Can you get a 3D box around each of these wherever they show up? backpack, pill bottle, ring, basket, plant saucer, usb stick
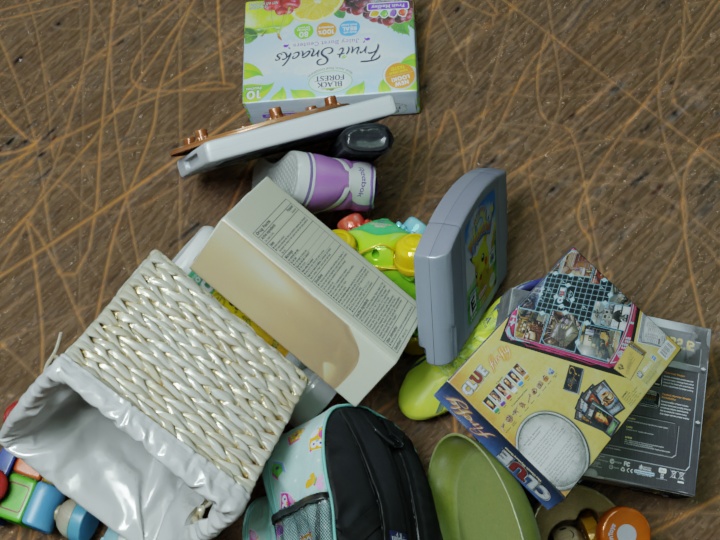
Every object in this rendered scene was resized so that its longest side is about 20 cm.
[{"bbox_3d":[-0.013,0.229,1.005,0.153,0.175,0.202,-26,55,34],"label":"backpack"},{"bbox_3d":[-0.110,0.060,1.098,0.200,0.113,0.113,42,74,-9],"label":"pill bottle"},{"bbox_3d":[-0.107,-0.154,1.191,0.198,0.200,0.019,-15,95,0],"label":"ring"},{"bbox_3d":[-0.180,0.126,0.995,0.200,0.198,0.161,40,52,-8],"label":"basket"},{"bbox_3d":[0.112,0.241,0.985,0.031,0.201,0.202,-9,63,-20],"label":"plant saucer"},{"bbox_3d":[-0.002,-0.129,1.166,0.055,0.200,0.033,0,93,-5],"label":"usb stick"}]

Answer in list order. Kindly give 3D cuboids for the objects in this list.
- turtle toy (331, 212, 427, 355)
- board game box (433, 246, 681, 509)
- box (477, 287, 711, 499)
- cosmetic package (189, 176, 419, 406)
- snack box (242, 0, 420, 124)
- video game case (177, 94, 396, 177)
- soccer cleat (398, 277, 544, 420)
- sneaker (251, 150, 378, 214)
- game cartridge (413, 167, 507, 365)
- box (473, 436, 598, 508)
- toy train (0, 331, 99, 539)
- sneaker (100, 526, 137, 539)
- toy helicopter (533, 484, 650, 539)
[{"bbox_3d":[0.000,0.000,1.141,0.198,0.147,0.102,4,43,8],"label":"turtle toy"},{"bbox_3d":[0.174,0.087,0.971,0.135,0.035,0.200,44,57,7],"label":"board game box"},{"bbox_3d":[0.217,0.115,1.044,0.198,0.048,0.160,11,75,-3],"label":"box"},{"bbox_3d":[-0.046,0.018,1.028,0.200,0.071,0.105,40,33,-1],"label":"cosmetic package"},{"bbox_3d":[-0.033,-0.246,1.294,0.197,0.053,0.144,-4,66,5],"label":"snack box"},{"bbox_3d":[-0.081,-0.137,1.166,0.198,0.182,0.024,-17,95,-17],"label":"video game case"},{"bbox_3d":[0.117,0.072,1.113,0.199,0.084,0.065,-35,66,-9],"label":"soccer cleat"},{"bbox_3d":[-0.045,-0.081,1.176,0.113,0.200,0.074,2,91,-22],"label":"sneaker"},{"bbox_3d":[0.102,-0.016,1.081,0.040,0.135,0.200,4,30,24],"label":"game cartridge"},{"bbox_3d":[0.212,0.133,1.101,0.199,0.036,0.143,-36,67,-9],"label":"box"},{"bbox_3d":[-0.292,0.166,1.122,0.115,0.085,0.202,16,68,9],"label":"toy train"},{"bbox_3d":[-0.250,0.292,1.063,0.081,0.074,0.202,10,66,8],"label":"sneaker"},{"bbox_3d":[0.175,0.293,1.009,0.131,0.079,0.202,13,81,-3],"label":"toy helicopter"}]
